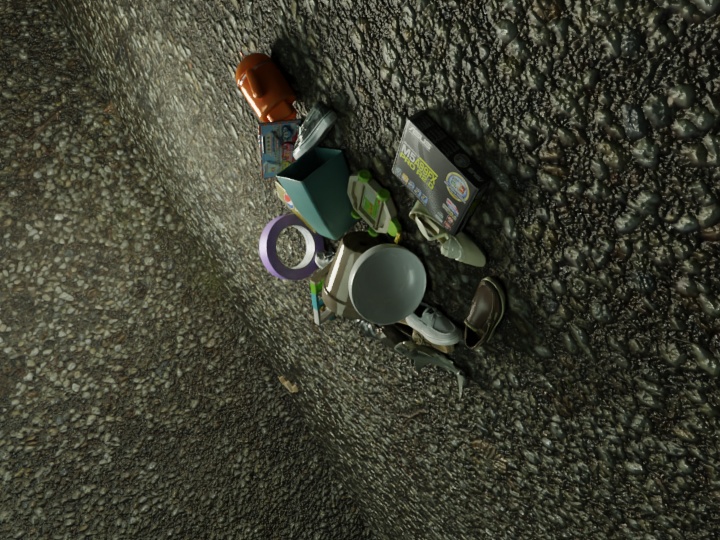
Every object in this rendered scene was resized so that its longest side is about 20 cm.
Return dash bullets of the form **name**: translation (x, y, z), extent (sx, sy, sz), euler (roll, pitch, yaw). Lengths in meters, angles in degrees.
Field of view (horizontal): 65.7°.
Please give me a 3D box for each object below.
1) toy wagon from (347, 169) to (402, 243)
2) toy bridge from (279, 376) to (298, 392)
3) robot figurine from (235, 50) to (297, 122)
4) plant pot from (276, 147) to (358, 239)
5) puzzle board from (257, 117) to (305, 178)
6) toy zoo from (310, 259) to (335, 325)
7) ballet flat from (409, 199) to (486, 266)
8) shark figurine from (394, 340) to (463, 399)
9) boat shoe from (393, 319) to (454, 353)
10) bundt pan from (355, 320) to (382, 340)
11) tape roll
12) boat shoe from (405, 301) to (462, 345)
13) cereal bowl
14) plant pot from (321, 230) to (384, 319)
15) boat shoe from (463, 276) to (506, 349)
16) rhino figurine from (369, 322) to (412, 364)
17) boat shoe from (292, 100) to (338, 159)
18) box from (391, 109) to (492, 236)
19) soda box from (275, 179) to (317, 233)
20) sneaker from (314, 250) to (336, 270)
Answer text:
- **toy wagon**: translation (0.040, -0.149, 1.370), extent (0.200, 0.039, 0.156), euler (47, 153, 18)
- **toy bridge**: translation (-0.406, 0.667, 3.207), extent (0.198, 0.027, 0.068), euler (14, 134, 57)
- **robot figurine**: translation (-0.243, -0.467, 1.427), extent (0.202, 0.143, 0.116), euler (56, 140, 2)
- **plant pot**: translation (-0.096, -0.193, 1.462), extent (0.140, 0.141, 0.203), euler (22, 145, 51)
- **puzzle board**: translation (-0.194, -0.319, 1.482), extent (0.202, 0.147, 0.018), euler (101, 155, -57)
- **toy zoo**: translation (-0.090, 0.070, 1.622), extent (0.020, 0.131, 0.203), euler (26, 139, 28)
- **ballet flat**: translation (0.178, -0.070, 1.177), extent (0.200, 0.069, 0.070), euler (48, 154, 19)
- **shark figurine**: translation (0.190, 0.255, 1.511), extent (0.211, 0.128, 0.091), euler (27, 109, 9)
- **boat shoe**: translation (0.168, 0.172, 1.488), extent (0.199, 0.064, 0.073), euler (29, 144, 46)
- **bundt pan**: translation (0.030, 0.124, 1.678), extent (0.202, 0.075, 0.204), euler (43, 152, 29)
- **tape roll**: translation (-0.214, -0.073, 1.746), extent (0.065, 0.198, 0.203), euler (4, 125, 60)
- **boat shoe**: translation (0.179, 0.123, 1.417), extent (0.199, 0.071, 0.070), euler (36, 150, 56)
- **cereal bowl**: translation (0.060, 0.026, 1.376), extent (0.204, 0.197, 0.083), euler (67, 172, -24)
- **plant pot**: translation (0.000, 0.000, 1.483), extent (0.199, 0.197, 0.177), euler (36, 132, 36)
- **boat shoe**: translation (0.264, 0.103, 1.212), extent (0.074, 0.074, 0.205), euler (38, 150, 34)
- **rhino figurine**: translation (0.110, 0.204, 1.588), extent (0.199, 0.060, 0.088), euler (41, -170, -30)
- **boat shoe**: translation (-0.123, -0.351, 1.385), extent (0.071, 0.072, 0.199), euler (50, 141, -4)
- **box**: translation (0.153, -0.189, 1.105), extent (0.201, 0.044, 0.161), euler (49, 155, 16)
- **soda box**: translation (-0.171, -0.204, 1.672), extent (0.200, 0.063, 0.068), euler (43, 153, 27)
- **sneaker**: translation (-0.061, -0.034, 1.677), extent (0.197, 0.074, 0.084), euler (20, 132, 37)
